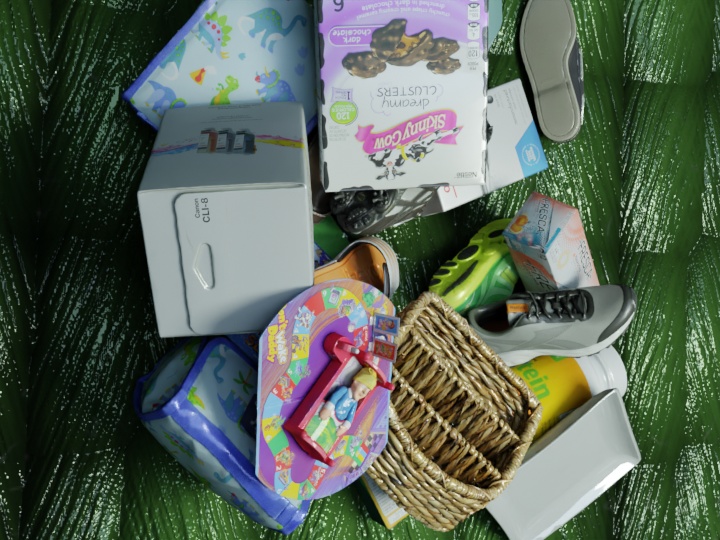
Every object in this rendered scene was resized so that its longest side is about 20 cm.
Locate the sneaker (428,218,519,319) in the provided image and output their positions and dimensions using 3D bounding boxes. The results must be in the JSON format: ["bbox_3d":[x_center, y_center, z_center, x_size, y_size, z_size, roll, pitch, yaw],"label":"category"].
[{"bbox_3d":[0.160,0.002,1.111,0.199,0.074,0.084,-34,131,-25],"label":"sneaker"}]

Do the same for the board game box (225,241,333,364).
[{"bbox_3d":[-0.061,0.042,0.949,0.034,0.201,0.135,-37,109,26],"label":"board game box"}]

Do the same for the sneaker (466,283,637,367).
[{"bbox_3d":[0.212,0.056,1.023,0.080,0.198,0.075,52,30,-43],"label":"sneaker"}]

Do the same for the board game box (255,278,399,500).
[{"bbox_3d":[-0.017,0.111,0.797,0.157,0.039,0.203,-7,104,-42],"label":"board game box"}]

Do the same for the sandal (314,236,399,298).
[{"bbox_3d":[0.004,0.007,0.983,0.080,0.059,0.206,58,28,0],"label":"sandal"}]

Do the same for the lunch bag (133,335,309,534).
[{"bbox_3d":[-0.128,0.155,0.890,0.127,0.200,0.170,-44,104,0],"label":"lunch bag"}]

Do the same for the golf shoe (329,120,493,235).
[{"bbox_3d":[0.059,-0.108,1.014,0.198,0.095,0.078,-31,71,4],"label":"golf shoe"}]

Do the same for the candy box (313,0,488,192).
[{"bbox_3d":[0.039,-0.185,0.898,0.165,0.072,0.203,-4,106,-6],"label":"candy box"}]

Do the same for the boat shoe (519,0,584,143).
[{"bbox_3d":[0.250,-0.262,1.163,0.063,0.072,0.203,5,79,-65],"label":"boat shoe"}]

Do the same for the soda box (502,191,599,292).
[{"bbox_3d":[0.232,-0.003,1.079,0.069,0.063,0.200,-51,142,-13],"label":"soda box"}]

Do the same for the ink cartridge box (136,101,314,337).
[{"bbox_3d":[-0.116,-0.053,0.845,0.142,0.201,0.147,-3,120,-2],"label":"ink cartridge box"}]

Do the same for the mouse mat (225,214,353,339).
[{"bbox_3d":[-0.097,0.003,1.027,0.200,0.008,0.162,-40,104,-18],"label":"mouse mat"}]

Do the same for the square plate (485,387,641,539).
[{"bbox_3d":[0.240,0.240,1.086,0.199,0.028,0.199,-37,139,-3],"label":"square plate"}]

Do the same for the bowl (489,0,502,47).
[{"bbox_3d":[0.081,-0.288,1.026,0.201,0.200,0.106,-45,125,-17],"label":"bowl"}]

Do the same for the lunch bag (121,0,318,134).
[{"bbox_3d":[-0.125,-0.197,0.954,0.170,0.127,0.201,41,78,-17],"label":"lunch bag"}]

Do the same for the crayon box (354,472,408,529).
[{"bbox_3d":[0.030,0.175,1.052,0.125,0.051,0.202,-30,101,-21],"label":"crayon box"}]

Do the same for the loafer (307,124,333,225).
[{"bbox_3d":[-0.024,-0.147,1.022,0.073,0.071,0.202,28,77,-24],"label":"loafer"}]

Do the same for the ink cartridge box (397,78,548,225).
[{"bbox_3d":[0.115,-0.140,1.087,0.198,0.067,0.117,-24,98,-21],"label":"ink cartridge box"}]

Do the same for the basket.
[{"bbox_3d":[0.079,0.150,0.937,0.149,0.143,0.200,-39,103,21],"label":"basket"}]

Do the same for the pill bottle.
[{"bbox_3d":[0.221,0.151,1.101,0.198,0.111,0.113,-19,96,-22],"label":"pill bottle"}]
